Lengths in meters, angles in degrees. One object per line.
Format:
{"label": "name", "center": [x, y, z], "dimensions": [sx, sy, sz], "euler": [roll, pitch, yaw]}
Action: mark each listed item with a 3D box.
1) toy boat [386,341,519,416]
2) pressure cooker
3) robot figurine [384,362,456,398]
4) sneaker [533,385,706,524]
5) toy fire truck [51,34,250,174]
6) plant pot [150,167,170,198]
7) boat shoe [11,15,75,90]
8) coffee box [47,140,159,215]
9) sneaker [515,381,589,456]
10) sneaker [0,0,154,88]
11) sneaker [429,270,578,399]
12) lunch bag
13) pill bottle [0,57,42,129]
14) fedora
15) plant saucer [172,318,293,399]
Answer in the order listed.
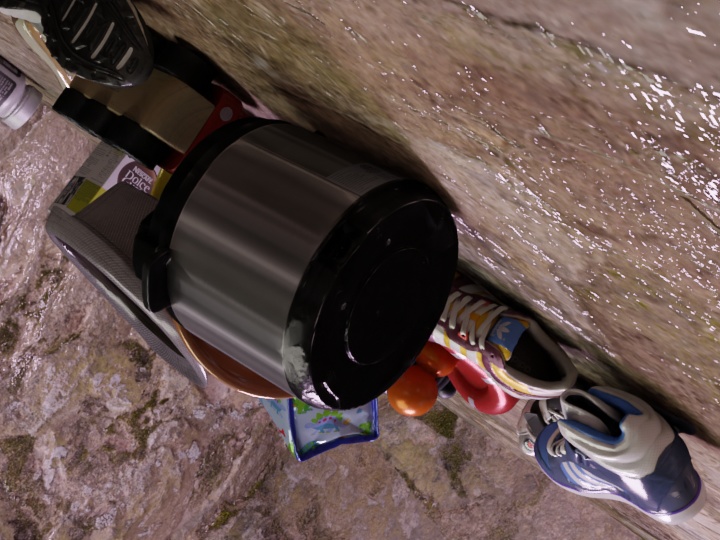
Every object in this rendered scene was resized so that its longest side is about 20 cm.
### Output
{"label": "toy boat", "center": [0.077, 0.090, 1.208], "dimensions": [0.200, 0.131, 0.131], "euler": [40, 174, -35]}
{"label": "pressure cooker", "center": [-0.051, -0.015, 0.854], "dimensions": [0.200, 0.179, 0.176], "euler": [28, 176, 30]}
{"label": "robot figurine", "center": [0.041, 0.084, 1.400], "dimensions": [0.200, 0.125, 0.150], "euler": [-157, 58, -68]}
{"label": "sneaker", "center": [0.203, 0.140, 1.055], "dimensions": [0.146, 0.081, 0.200], "euler": [51, 162, -30]}
{"label": "toy fire truck", "center": [-0.150, -0.100, 1.035], "dimensions": [0.200, 0.129, 0.176], "euler": [35, 176, -40]}
{"label": "plant pot", "center": [-0.161, -0.041, 1.415], "dimensions": [0.142, 0.200, 0.200], "euler": [13, -174, -27]}
{"label": "boat shoe", "center": [-0.256, -0.198, 1.167], "dimensions": [0.076, 0.072, 0.200], "euler": [19, 166, 31]}
{"label": "coffee box", "center": [-0.462, -0.125, 2.369], "dimensions": [0.200, 0.198, 0.200], "euler": [40, 171, -29]}
{"label": "sneaker", "center": [0.206, 0.158, 1.233], "dimensions": [0.074, 0.089, 0.200], "euler": [37, 173, 3]}
{"label": "sneaker", "center": [-0.213, -0.196, 0.928], "dimensions": [0.200, 0.074, 0.079], "euler": [40, -173, 37]}
{"label": "sneaker", "center": [0.100, 0.043, 1.033], "dimensions": [0.200, 0.075, 0.090], "euler": [30, 168, -10]}
{"label": "lunch bag", "center": [-0.064, 0.079, 1.311], "dimensions": [0.170, 0.127, 0.200], "euler": [-134, 35, -56]}
{"label": "pill bottle", "center": [-0.760, -0.384, 2.438], "dimensions": [0.200, 0.114, 0.114], "euler": [39, 174, -29]}
{"label": "fedora", "center": [-0.174, -0.002, 1.020], "dimensions": [0.200, 0.090, 0.177], "euler": [51, 164, -25]}
{"label": "plant saucer", "center": [-0.068, 0.003, 0.974], "dimensions": [0.200, 0.200, 0.037], "euler": [38, 163, -25]}
